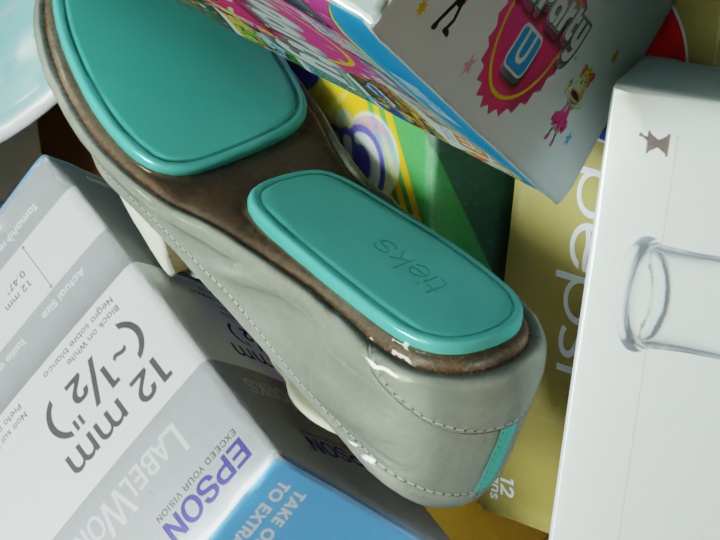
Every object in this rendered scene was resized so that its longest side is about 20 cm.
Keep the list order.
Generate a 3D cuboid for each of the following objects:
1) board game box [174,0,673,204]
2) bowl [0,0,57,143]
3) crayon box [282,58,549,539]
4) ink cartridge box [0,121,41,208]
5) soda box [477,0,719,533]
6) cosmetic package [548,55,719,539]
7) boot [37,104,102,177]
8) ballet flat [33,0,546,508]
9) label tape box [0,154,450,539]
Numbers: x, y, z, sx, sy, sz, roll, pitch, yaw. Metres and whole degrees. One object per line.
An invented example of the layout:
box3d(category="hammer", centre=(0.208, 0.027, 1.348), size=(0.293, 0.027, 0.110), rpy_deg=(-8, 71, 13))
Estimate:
box3d(category="board game box", centre=(-0.039, -0.103, 0.683), size=(0.200, 0.148, 0.064), rpy_deg=(29, 87, 23))
box3d(category="bowl", centre=(-0.151, -0.137, 0.852), size=(0.201, 0.105, 0.201), rpy_deg=(1, 112, 2))
box3d(category="crayon box", centre=(0.000, 0.000, 0.828), size=(0.126, 0.052, 0.200), rpy_deg=(27, 124, 48))
box3d(category="ink cartridge box", centre=(-0.187, 0.018, 0.952), size=(0.200, 0.044, 0.174), rpy_deg=(9, 118, 28))
box3d(category="soda box", centre=(0.084, -0.027, 0.758), size=(0.064, 0.068, 0.200), rpy_deg=(17, 108, 42))
box3d(category="cosmetic package", centre=(0.123, 0.060, 0.696), size=(0.151, 0.052, 0.200), rpy_deg=(10, 105, 14))
box3d(category="boot", centre=(-0.109, 0.005, 0.958), size=(0.144, 0.071, 0.201), rpy_deg=(41, 119, 34))
box3d(category="ballet flat", centre=(-0.028, -0.010, 0.761), size=(0.200, 0.067, 0.064), rpy_deg=(45, 140, 36))
box3d(category="label tape box", centre=(-0.064, 0.086, 0.784), size=(0.143, 0.066, 0.200), rpy_deg=(-51, 49, 12))
